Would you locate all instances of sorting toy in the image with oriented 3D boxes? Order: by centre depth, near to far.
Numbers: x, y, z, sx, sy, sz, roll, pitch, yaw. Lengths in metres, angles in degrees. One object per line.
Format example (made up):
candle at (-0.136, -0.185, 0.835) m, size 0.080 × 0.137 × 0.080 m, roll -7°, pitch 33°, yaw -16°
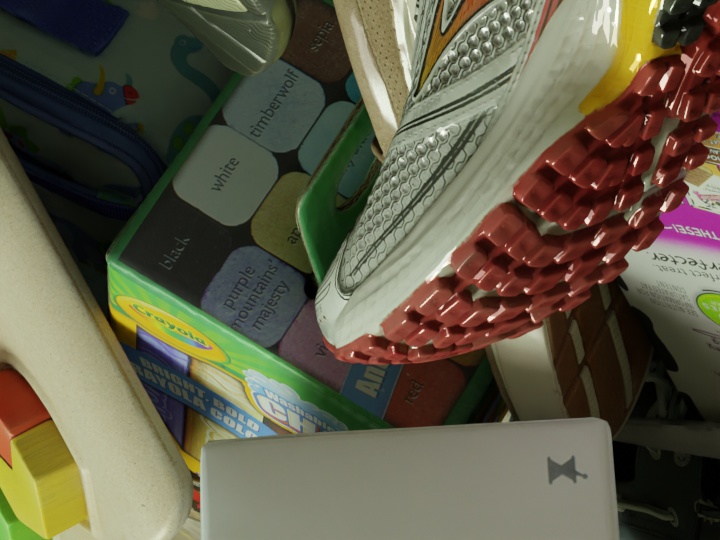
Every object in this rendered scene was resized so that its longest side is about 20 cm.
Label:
sorting toy at (-0.135, 0.032, 0.947) m, size 0.186 × 0.036 × 0.200 m, roll 61°, pitch 155°, yaw 6°

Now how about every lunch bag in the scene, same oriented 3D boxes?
lunch bag at (-0.136, -0.068, 0.998) m, size 0.199 × 0.083 × 0.161 m, roll 28°, pitch 156°, yaw 11°

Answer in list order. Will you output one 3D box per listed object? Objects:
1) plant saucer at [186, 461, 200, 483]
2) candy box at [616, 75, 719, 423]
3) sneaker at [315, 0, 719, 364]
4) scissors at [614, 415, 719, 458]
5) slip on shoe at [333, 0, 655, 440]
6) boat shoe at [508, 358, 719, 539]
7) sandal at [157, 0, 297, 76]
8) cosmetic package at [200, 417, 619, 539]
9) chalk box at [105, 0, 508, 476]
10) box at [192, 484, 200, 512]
plant saucer at (-0.042, 0.046, 1.053) m, size 0.199 × 0.036 × 0.200 m, roll 8°, pitch -171°, yaw -1°
candy box at (0.134, -0.011, 0.751) m, size 0.136 × 0.061 × 0.200 m, roll 16°, pitch 152°, yaw 36°
sneaker at (0.047, -0.059, 0.656) m, size 0.082 × 0.200 × 0.078 m, roll 46°, pitch -154°, yaw 28°
scissors at (0.130, 0.057, 0.798) m, size 0.073 × 0.014 × 0.200 m, roll 38°, pitch 156°, yaw -19°
slip on shoe at (0.035, -0.035, 0.781) m, size 0.060 × 0.076 × 0.201 m, roll 9°, pitch 134°, yaw 36°
boat shoe at (0.110, 0.062, 0.931) m, size 0.062 × 0.073 × 0.200 m, roll 35°, pitch 164°, yaw -15°
sandal at (-0.047, -0.107, 0.771) m, size 0.080 × 0.057 × 0.201 m, roll 40°, pitch -173°, yaw -13°
cosmetic package at (0.020, 0.170, 0.816) m, size 0.122 × 0.200 × 0.200 m, roll -3°, pitch 159°, yaw 0°
chalk box at (0.000, 0.000, 0.882) m, size 0.124 × 0.125 × 0.200 m, roll 31°, pitch 160°, yaw 6°
box at (-0.015, 0.091, 1.218) m, size 0.199 × 0.039 × 0.137 m, roll 19°, pitch 154°, yaw 34°
